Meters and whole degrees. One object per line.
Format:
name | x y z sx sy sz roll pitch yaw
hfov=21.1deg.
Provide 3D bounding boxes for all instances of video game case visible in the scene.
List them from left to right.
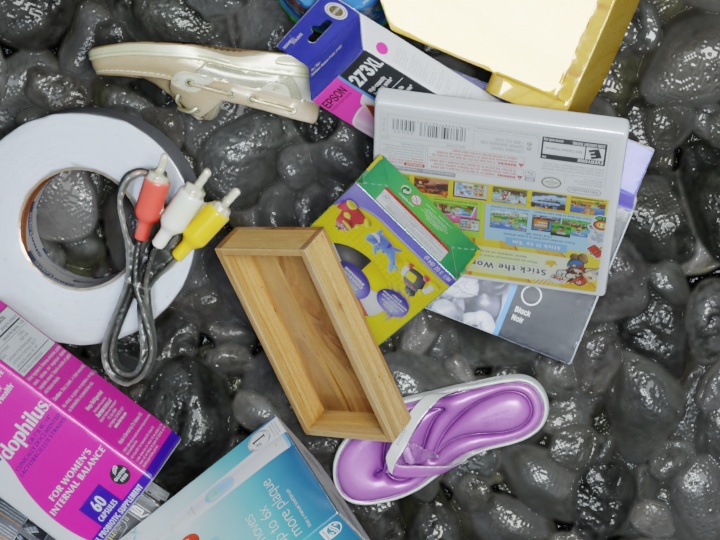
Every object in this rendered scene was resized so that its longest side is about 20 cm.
video game case | 0.109 -0.062 1.567 0.200 0.023 0.182 8 135 7

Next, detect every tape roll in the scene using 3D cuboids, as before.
tape roll | -0.235 -0.039 1.662 0.200 0.066 0.201 0 98 2

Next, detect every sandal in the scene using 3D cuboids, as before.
sandal | 0.066 0.143 1.681 0.202 0.050 0.083 -26 96 6

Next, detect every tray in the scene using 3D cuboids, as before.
tray | -0.038 0.053 1.622 0.099 0.037 0.200 1 128 39

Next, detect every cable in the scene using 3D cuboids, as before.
cable | -0.182 -0.003 1.605 0.097 0.050 0.200 27 97 -1

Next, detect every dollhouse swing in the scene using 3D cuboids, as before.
dollhouse swing | 0.132 -0.243 1.574 0.176 0.182 0.200 24 99 11

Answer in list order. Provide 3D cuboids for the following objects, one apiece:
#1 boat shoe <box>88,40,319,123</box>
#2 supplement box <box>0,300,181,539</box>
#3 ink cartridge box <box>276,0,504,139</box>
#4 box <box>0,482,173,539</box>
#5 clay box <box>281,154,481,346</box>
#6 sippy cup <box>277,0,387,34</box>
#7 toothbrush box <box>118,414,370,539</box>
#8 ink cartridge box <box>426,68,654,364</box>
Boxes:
boat shoe | -0.132 -0.159 1.639 0.200 0.072 0.065 5 97 -4
supplement box | -0.266 0.131 1.614 0.200 0.103 0.101 37 108 -2
ink cartridge box | 0.031 -0.141 1.562 0.200 0.095 0.037 32 56 -13
box | -0.288 0.214 1.708 0.200 0.048 0.159 33 99 -3
clay box | 0.000 0.000 1.607 0.115 0.048 0.200 44 140 -3
sippy cup | -0.017 -0.258 1.588 0.178 0.130 0.140 -29 96 6
toothbrush box | -0.103 0.244 1.635 0.200 0.146 0.085 -39 129 1
ink cartridge box | 0.126 -0.046 1.656 0.198 0.043 0.200 21 98 1
